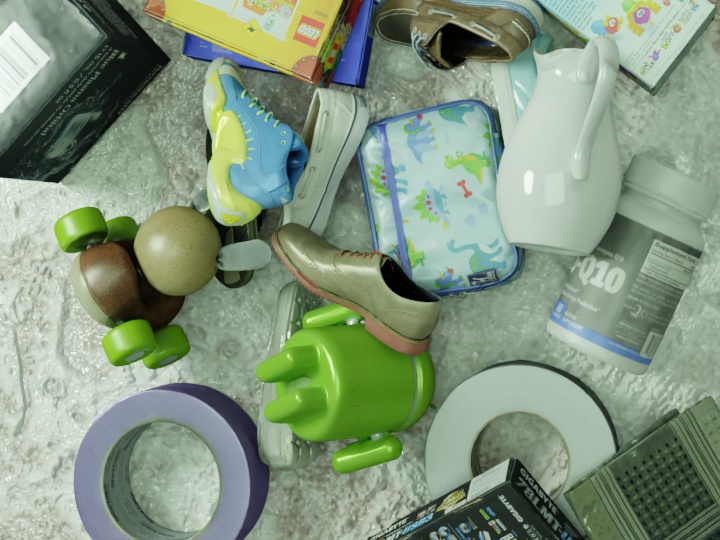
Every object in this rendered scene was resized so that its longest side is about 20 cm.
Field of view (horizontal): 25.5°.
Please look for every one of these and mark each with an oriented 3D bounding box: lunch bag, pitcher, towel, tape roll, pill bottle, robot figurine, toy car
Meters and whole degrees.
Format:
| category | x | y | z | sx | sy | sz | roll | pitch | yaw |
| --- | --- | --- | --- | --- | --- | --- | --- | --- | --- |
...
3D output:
| category | x | y | z | sx | sy | sz | roll | pitch | yaw |
| --- | --- | --- | --- | --- | --- | --- | --- | --- | --- |
| lunch bag | 0.082 | -0.069 | 1.661 | 0.160 | 0.082 | 0.202 | -9 | 89 | 16 |
| pitcher | 0.202 | -0.120 | 1.530 | 0.120 | 0.172 | 0.202 | 9 | 88 | -6 |
| towel | 0.325 | 0.253 | 1.607 | 0.192 | 0.035 | 0.201 | -31 | 94 | -11 |
| tape roll | 0.168 | 0.195 | 1.656 | 0.199 | 0.066 | 0.202 | 0 | 92 | 10 |
| pill bottle | 0.277 | -0.007 | 1.605 | 0.113 | 0.114 | 0.201 | 25 | 95 | 10 |
| robot figurine | -0.007 | 0.114 | 1.635 | 0.116 | 0.199 | 0.177 | -32 | 67 | 48 |
| tape roll | -0.203 | 0.225 | 1.722 | 0.198 | 0.085 | 0.202 | 0 | 91 | 11 |
| toy car | -0.191 | -0.015 | 1.671 | 0.199 | 0.158 | 0.165 | -29 | 76 | 14 |

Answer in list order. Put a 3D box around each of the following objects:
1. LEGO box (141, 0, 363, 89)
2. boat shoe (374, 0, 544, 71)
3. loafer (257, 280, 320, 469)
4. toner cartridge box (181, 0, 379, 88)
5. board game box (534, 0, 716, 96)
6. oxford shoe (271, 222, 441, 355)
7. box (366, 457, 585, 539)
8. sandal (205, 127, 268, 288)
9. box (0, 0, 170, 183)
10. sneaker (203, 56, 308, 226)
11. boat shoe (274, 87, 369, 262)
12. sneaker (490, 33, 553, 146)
| category | x | y | z | sx | sy | sz | roll | pitch | yaw |
| --- | --- | --- | --- | --- | --- | --- | --- | --- | --- |
| LEGO box | -0.103 | -0.295 | 1.649 | 0.199 | 0.077 | 0.150 | 24 | 95 | 10 |
| boat shoe | 0.087 | -0.246 | 1.621 | 0.199 | 0.072 | 0.073 | 5 | 54 | 40 |
| loafer | -0.081 | 0.111 | 1.702 | 0.069 | 0.070 | 0.202 | -4 | 78 | 40 |
| toner cartridge box | -0.086 | -0.259 | 1.707 | 0.199 | 0.043 | 0.096 | 12 | 92 | 11 |
| board game box | 0.248 | -0.280 | 1.609 | 0.200 | 0.103 | 0.105 | 39 | 99 | 8 |
| oxford shoe | 0.000 | 0.000 | 1.618 | 0.199 | 0.070 | 0.075 | 34 | 123 | 12 |
| box | 0.136 | 0.312 | 1.614 | 0.198 | 0.050 | 0.200 | -33 | 106 | 29 |
| sandal | -0.126 | -0.081 | 1.709 | 0.080 | 0.057 | 0.203 | -11 | 75 | 46 |
| box | -0.330 | -0.203 | 1.677 | 0.117 | 0.200 | 0.197 | 45 | 99 | 8 |
| sneaker | -0.104 | -0.136 | 1.631 | 0.104 | 0.076 | 0.201 | -8 | 62 | 6 |
| boat shoe | -0.060 | -0.100 | 1.668 | 0.069 | 0.071 | 0.201 | 14 | 116 | -26 |
| sneaker | 0.188 | -0.150 | 1.640 | 0.081 | 0.074 | 0.201 | -13 | 90 | 14 |
